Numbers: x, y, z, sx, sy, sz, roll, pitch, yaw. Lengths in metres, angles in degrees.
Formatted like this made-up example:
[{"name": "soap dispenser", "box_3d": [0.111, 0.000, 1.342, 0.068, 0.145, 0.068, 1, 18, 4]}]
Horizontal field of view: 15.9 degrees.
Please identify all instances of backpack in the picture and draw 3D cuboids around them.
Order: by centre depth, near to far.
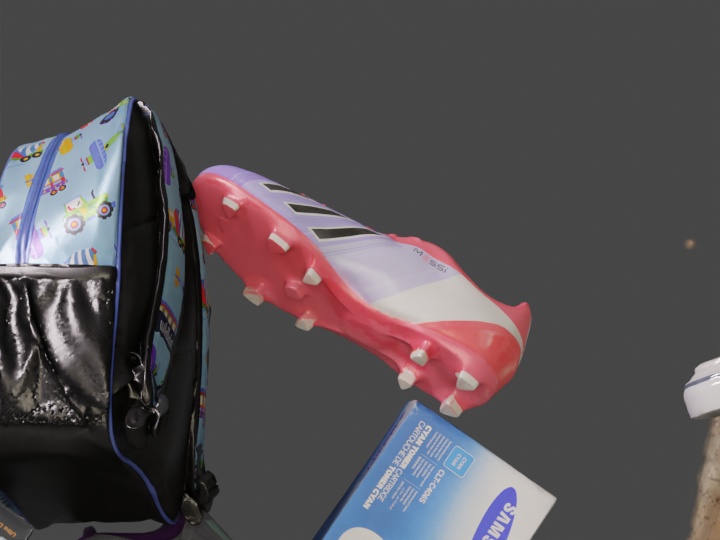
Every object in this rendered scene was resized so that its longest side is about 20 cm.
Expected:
[{"name": "backpack", "box_3d": [-0.147, 0.018, 1.314, 0.134, 0.183, 0.201, -2, 70, 7]}]

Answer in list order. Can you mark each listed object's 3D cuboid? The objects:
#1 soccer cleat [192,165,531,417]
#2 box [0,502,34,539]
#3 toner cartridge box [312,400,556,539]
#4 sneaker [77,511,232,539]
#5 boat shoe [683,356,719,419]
[{"name": "soccer cleat", "box_3d": [0.000, 0.000, 1.392, 0.200, 0.067, 0.077, 34, 51, 3]}, {"name": "box", "box_3d": [-0.246, 0.114, 1.279, 0.159, 0.200, 0.046, 36, 71, -2]}, {"name": "toner cartridge box", "box_3d": [0.009, 0.178, 1.380, 0.095, 0.043, 0.200, 35, 82, -3]}, {"name": "sneaker", "box_3d": [-0.151, 0.186, 1.344, 0.200, 0.075, 0.088, -23, 54, -21]}, {"name": "boat shoe", "box_3d": [0.258, 0.022, 1.412, 0.199, 0.074, 0.066, -21, 83, -17]}]
